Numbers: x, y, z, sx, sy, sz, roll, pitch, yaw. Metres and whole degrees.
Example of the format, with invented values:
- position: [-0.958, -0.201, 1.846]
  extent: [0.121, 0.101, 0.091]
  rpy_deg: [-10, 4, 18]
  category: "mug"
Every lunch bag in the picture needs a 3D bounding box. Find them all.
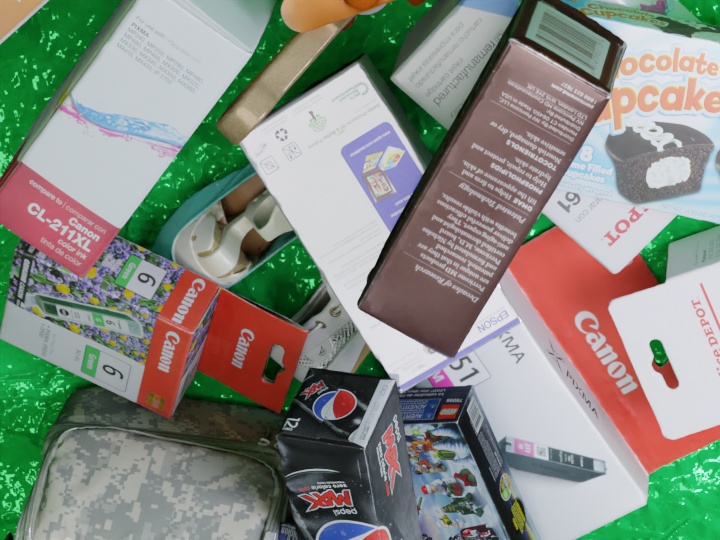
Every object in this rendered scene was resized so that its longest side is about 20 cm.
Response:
- position: [-0.134, 0.178, 1.817]
  extent: [0.199, 0.168, 0.140]
  rpy_deg: [9, 116, 5]
  category: "lunch bag"

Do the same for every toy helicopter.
- position: [-0.016, -0.156, 1.635]
  extent: [0.079, 0.132, 0.200]
  rpy_deg: [41, 89, -10]
  category: "toy helicopter"

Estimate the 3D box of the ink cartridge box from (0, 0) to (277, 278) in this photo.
- position: [-0.143, -0.115, 1.695]
  extent: [0.083, 0.146, 0.200]
  rpy_deg: [36, 115, -9]
  category: "ink cartridge box"

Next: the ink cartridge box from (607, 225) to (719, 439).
- position: [0.275, 0.023, 1.732]
  extent: [0.199, 0.068, 0.115]
  rpy_deg: [-19, 110, 17]
  category: "ink cartridge box"

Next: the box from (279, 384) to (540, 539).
- position: [0.044, 0.166, 1.809]
  extent: [0.136, 0.040, 0.200]
  rpy_deg: [-4, 129, 29]
  category: "box"

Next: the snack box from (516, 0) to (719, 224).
- position: [0.184, -0.096, 1.615]
  extent: [0.199, 0.037, 0.117]
  rpy_deg: [12, 114, 4]
  category: "snack box"

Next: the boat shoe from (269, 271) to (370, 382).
- position: [0.000, 0.000, 1.765]
  extent: [0.069, 0.071, 0.200]
  rpy_deg: [31, 117, -7]
  category: "boat shoe"

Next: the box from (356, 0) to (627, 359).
- position: [0.078, -0.057, 1.575]
  extent: [0.075, 0.100, 0.200]
  rpy_deg: [30, 117, -3]
  category: "box"

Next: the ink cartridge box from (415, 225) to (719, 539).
- position: [0.142, 0.077, 1.794]
  extent: [0.173, 0.044, 0.200]
  rpy_deg: [-29, 107, 22]
  category: "ink cartridge box"

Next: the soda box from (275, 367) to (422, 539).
- position: [-0.003, 0.161, 1.746]
  extent: [0.063, 0.071, 0.201]
  rpy_deg: [7, 133, 19]
  category: "soda box"

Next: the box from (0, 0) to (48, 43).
- position: [-0.262, -0.222, 1.688]
  extent: [0.200, 0.106, 0.152]
  rpy_deg: [-39, 103, 23]
  category: "box"

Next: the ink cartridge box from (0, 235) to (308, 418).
- position: [-0.143, 0.042, 1.789]
  extent: [0.199, 0.050, 0.109]
  rpy_deg: [26, 142, 4]
  category: "ink cartridge box"

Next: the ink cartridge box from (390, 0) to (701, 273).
- position: [0.142, -0.120, 1.679]
  extent: [0.200, 0.085, 0.145]
  rpy_deg: [40, 113, -10]
  category: "ink cartridge box"

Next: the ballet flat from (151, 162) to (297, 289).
- position: [-0.074, -0.034, 1.763]
  extent: [0.200, 0.070, 0.067]
  rpy_deg: [-37, 104, 23]
  category: "ballet flat"

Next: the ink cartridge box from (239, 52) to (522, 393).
- position: [0.014, -0.030, 1.695]
  extent: [0.099, 0.039, 0.200]
  rpy_deg: [-30, 97, 14]
  category: "ink cartridge box"
